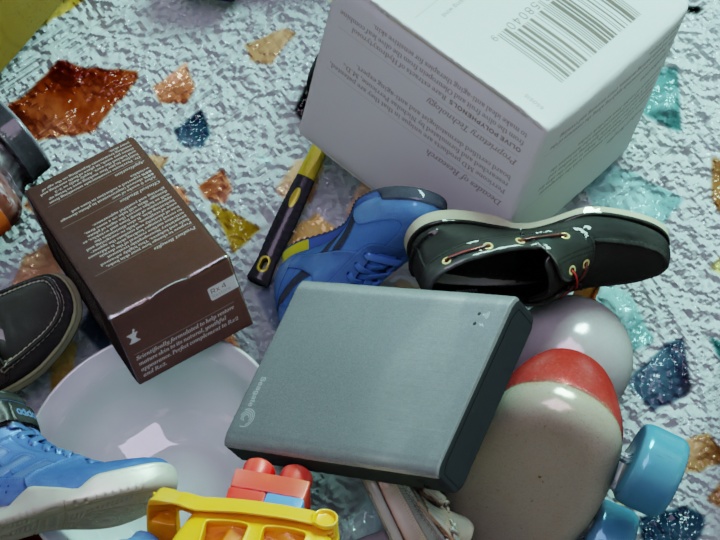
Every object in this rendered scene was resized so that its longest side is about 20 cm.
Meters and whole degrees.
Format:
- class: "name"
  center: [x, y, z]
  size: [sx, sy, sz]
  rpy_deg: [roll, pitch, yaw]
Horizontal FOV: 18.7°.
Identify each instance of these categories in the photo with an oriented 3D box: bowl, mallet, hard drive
- class: "bowl"
  center: [-0.142, 0.152, 1.615]
  size: [0.200, 0.091, 0.202]
  rpy_deg: [-6, 58, 10]
- class: "mallet"
  center: [-0.049, -0.084, 1.736]
  size: [0.066, 0.041, 0.201]
  rpy_deg: [29, 78, 13]
- class: "hard drive"
  center: [0.010, 0.077, 1.509]
  size: [0.199, 0.033, 0.140]
  rpy_deg: [4, 59, 42]

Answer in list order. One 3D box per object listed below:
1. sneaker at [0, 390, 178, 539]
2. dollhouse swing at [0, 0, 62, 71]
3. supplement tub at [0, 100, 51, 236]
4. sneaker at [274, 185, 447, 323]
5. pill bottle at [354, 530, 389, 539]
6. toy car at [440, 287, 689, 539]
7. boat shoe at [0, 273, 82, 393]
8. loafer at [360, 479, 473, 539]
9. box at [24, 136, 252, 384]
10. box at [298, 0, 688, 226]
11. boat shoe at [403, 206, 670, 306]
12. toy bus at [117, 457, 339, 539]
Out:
- class: "sneaker"
  center: [-0.229, 0.130, 1.550]
  size: [0.199, 0.077, 0.112]
  rpy_deg: [-15, 66, 15]
- class: "dollhouse swing"
  center: [-0.341, -0.247, 1.752]
  size: [0.175, 0.182, 0.200]
  rpy_deg: [37, 74, 6]
- class: "supplement tub"
  center: [-0.339, -0.046, 1.705]
  size: [0.200, 0.107, 0.107]
  rpy_deg: [-42, 72, -11]
- class: "sneaker"
  center: [0.000, 0.000, 1.628]
  size: [0.066, 0.200, 0.079]
  rpy_deg: [21, 60, -26]
- class: "pill bottle"
  center: [-0.060, 0.262, 1.563]
  size: [0.199, 0.120, 0.120]
  rpy_deg: [-20, 70, -3]
- class: "toy car"
  center: [0.143, 0.095, 1.614]
  size: [0.183, 0.177, 0.200]
  rpy_deg: [24, 44, -1]
- class: "boat shoe"
  center: [-0.301, 0.067, 1.651]
  size: [0.200, 0.066, 0.072]
  rpy_deg: [-31, 72, 17]
- class: "loafer"
  center: [0.062, 0.201, 1.557]
  size: [0.063, 0.072, 0.201]
  rpy_deg: [-26, 113, 1]
- class: "box"
  center: [-0.169, -0.011, 1.647]
  size: [0.100, 0.075, 0.200]
  rpy_deg: [-27, 37, -11]
- class: "box"
  center: [0.098, -0.151, 1.644]
  size: [0.200, 0.172, 0.199]
  rpy_deg: [37, 52, 16]
- class: "boat shoe"
  center: [0.132, -0.003, 1.571]
  size: [0.200, 0.074, 0.063]
  rpy_deg: [-1, 46, -16]
- class: "toy bus"
  center: [-0.104, 0.207, 1.454]
  size: [0.199, 0.136, 0.193]
  rpy_deg: [6, 46, 8]
